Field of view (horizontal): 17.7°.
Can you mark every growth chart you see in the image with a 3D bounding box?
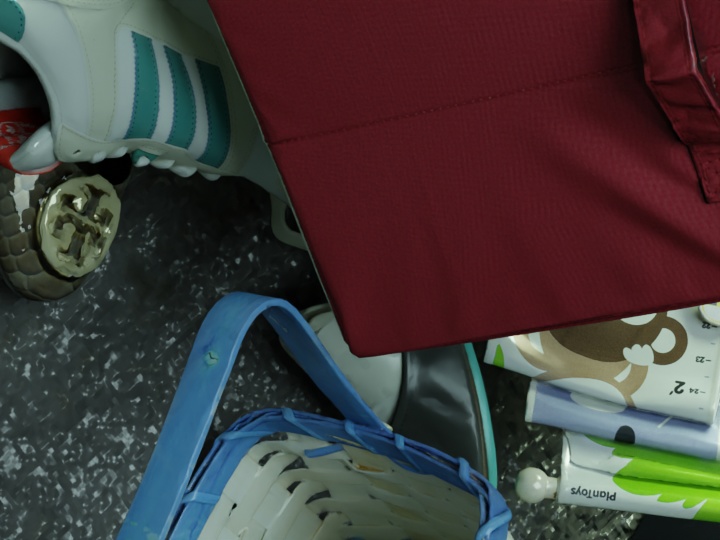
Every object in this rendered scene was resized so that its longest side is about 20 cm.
[{"bbox_3d":[0.113,0.001,0.890,0.143,0.018,0.202,1,79,2],"label":"growth chart"}]

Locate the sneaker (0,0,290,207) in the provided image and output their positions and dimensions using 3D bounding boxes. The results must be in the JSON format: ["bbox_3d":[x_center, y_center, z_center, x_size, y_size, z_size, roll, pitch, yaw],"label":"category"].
[{"bbox_3d":[-0.082,-0.062,0.767,0.094,0.070,0.200,-52,137,-8],"label":"sneaker"}]

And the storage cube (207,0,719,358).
[{"bbox_3d":[0.068,-0.097,0.754,0.172,0.179,0.200,67,28,-25],"label":"storage cube"}]

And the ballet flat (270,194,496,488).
[{"bbox_3d":[0.000,0.000,0.876,0.068,0.068,0.202,-5,78,-23],"label":"ballet flat"}]

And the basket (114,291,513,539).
[{"bbox_3d":[-0.028,0.127,0.784,0.177,0.138,0.200,-65,147,-20],"label":"basket"}]

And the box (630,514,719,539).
[{"bbox_3d":[0.166,0.204,0.901,0.183,0.104,0.200,55,41,-14],"label":"box"}]

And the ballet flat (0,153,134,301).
[{"bbox_3d":[-0.090,-0.087,0.821,0.067,0.046,0.202,35,63,-58],"label":"ballet flat"}]
